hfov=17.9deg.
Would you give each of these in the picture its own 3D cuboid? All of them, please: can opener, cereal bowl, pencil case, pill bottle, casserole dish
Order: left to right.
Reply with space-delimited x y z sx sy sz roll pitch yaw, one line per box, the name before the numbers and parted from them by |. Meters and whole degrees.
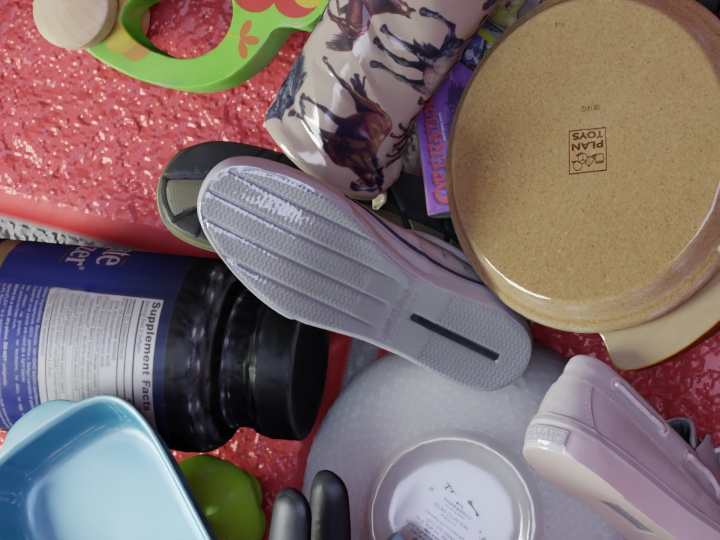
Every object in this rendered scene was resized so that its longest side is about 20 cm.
casserole dish | -0.127 0.162 1.231 0.121 0.039 0.200 -34 70 15
pill bottle | -0.124 0.044 1.300 0.200 0.112 0.112 5 93 13
can opener | -0.032 0.195 1.192 0.079 0.063 0.200 21 126 27
pencil case | 0.027 -0.132 1.221 0.089 0.078 0.200 30 109 -7
cereal bowl | 0.059 0.134 1.274 0.200 0.083 0.200 0 92 12

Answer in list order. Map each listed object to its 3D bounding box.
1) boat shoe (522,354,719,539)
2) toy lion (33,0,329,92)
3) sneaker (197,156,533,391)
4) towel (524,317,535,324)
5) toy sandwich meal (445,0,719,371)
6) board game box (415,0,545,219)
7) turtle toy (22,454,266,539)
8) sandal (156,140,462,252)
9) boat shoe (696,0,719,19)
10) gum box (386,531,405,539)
boat shoe | 0.161 0.109 1.216 0.072 0.200 0.069 4 64 54
toy lion | -0.065 -0.191 1.291 0.192 0.069 0.200 25 98 19
sneaker | 0.000 0.000 1.226 0.200 0.071 0.073 32 104 -14
towel | 0.135 -0.076 1.281 0.144 0.023 0.200 -14 87 14
toy sandwich meal | 0.138 -0.053 1.196 0.205 0.070 0.205 -6 79 33
board game box | 0.083 -0.136 1.266 0.120 0.032 0.200 -8 84 12
turtle toy | -0.139 0.182 1.309 0.200 0.101 0.146 -43 69 12
sandal | -0.016 -0.023 1.298 0.201 0.057 0.080 19 74 -3
boat shoe | 0.187 -0.234 1.236 0.063 0.071 0.200 6 87 -2
gum box | 0.037 0.264 1.254 0.200 0.045 0.170 46 134 5
